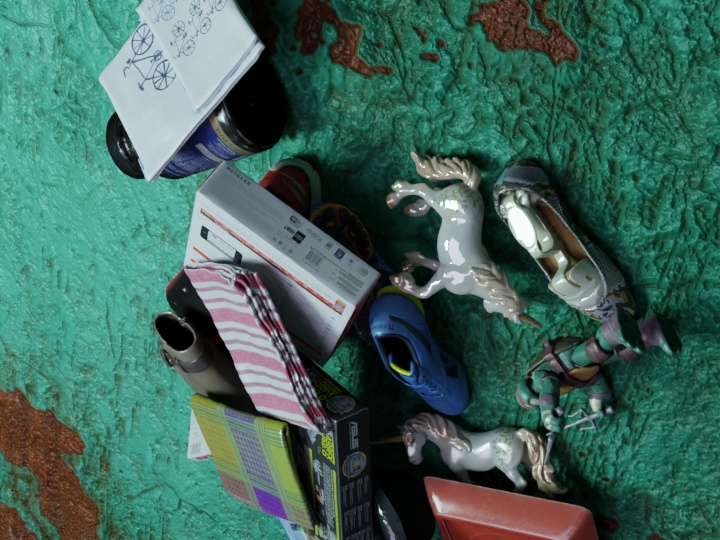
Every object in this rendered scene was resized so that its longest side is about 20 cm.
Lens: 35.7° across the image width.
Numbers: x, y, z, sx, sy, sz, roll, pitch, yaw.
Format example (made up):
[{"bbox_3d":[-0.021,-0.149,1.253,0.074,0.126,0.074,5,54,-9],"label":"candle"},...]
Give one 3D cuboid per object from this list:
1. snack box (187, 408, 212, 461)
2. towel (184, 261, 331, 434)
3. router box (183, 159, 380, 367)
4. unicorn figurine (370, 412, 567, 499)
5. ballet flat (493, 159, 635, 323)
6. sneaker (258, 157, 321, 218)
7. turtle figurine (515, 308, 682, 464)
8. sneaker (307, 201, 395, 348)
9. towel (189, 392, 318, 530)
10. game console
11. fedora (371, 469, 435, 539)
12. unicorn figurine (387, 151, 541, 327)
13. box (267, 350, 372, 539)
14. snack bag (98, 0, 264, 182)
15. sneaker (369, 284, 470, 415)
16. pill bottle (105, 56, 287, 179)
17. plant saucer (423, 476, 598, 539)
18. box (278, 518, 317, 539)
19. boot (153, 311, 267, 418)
[{"bbox_3d":[-0.148,0.197,1.447,0.199,0.073,0.024,-17,149,37],"label":"snack box"},{"bbox_3d":[-0.113,0.083,1.188,0.146,0.030,0.202,6,125,58],"label":"towel"},{"bbox_3d":[-0.090,-0.002,1.185,0.199,0.049,0.180,36,153,4],"label":"router box"},{"bbox_3d":[0.131,0.219,1.289,0.198,0.074,0.139,-17,105,21],"label":"unicorn figurine"},{"bbox_3d":[0.196,-0.015,1.114,0.072,0.072,0.201,-34,95,39],"label":"ballet flat"},{"bbox_3d":[-0.088,-0.027,1.275,0.076,0.085,0.202,8,119,29],"label":"sneaker"},{"bbox_3d":[0.219,0.111,1.130,0.200,0.149,0.101,-44,73,37],"label":"turtle figurine"},{"bbox_3d":[0.000,0.000,1.251,0.075,0.079,0.201,-28,117,-3],"label":"sneaker"},{"bbox_3d":[-0.126,0.219,1.309,0.199,0.023,0.145,7,120,52],"label":"towel"},{"bbox_3d":[-0.152,0.053,1.367,0.177,0.031,0.200,45,147,-3],"label":"game console"},{"bbox_3d":[0.026,0.297,1.335,0.200,0.091,0.203,37,136,47],"label":"fedora"},{"bbox_3d":[0.100,-0.020,1.158,0.136,0.074,0.202,2,114,30],"label":"unicorn figurine"},{"bbox_3d":[-0.048,0.208,1.269,0.160,0.044,0.202,33,134,48],"label":"box"},{"bbox_3d":[-0.200,-0.223,1.185,0.200,0.021,0.189,-46,54,20],"label":"snack bag"},{"bbox_3d":[0.062,0.108,1.229,0.065,0.079,0.201,-11,132,26],"label":"sneaker"},{"bbox_3d":[-0.187,-0.165,1.246,0.198,0.112,0.113,-13,108,36],"label":"pill bottle"},{"bbox_3d":[0.178,0.323,1.284,0.198,0.037,0.201,6,139,28],"label":"plant saucer"},{"bbox_3d":[-0.057,0.291,1.459,0.136,0.038,0.202,-13,108,36],"label":"box"},{"bbox_3d":[-0.177,0.131,1.371,0.199,0.070,0.147,28,158,39],"label":"boot"}]
